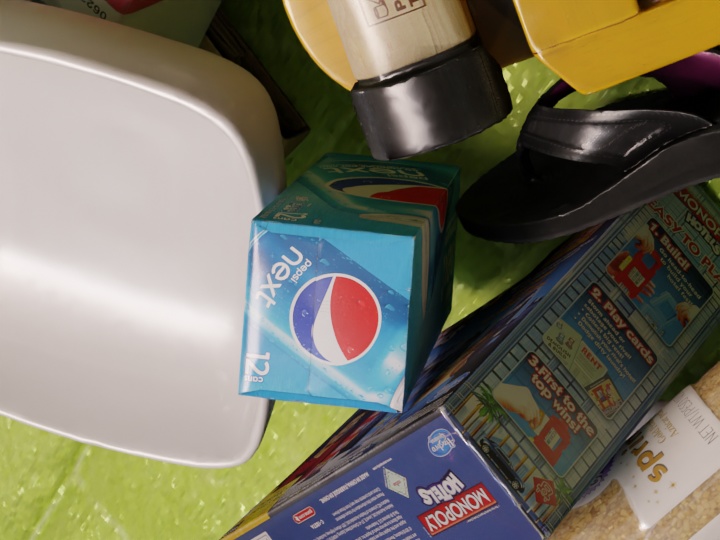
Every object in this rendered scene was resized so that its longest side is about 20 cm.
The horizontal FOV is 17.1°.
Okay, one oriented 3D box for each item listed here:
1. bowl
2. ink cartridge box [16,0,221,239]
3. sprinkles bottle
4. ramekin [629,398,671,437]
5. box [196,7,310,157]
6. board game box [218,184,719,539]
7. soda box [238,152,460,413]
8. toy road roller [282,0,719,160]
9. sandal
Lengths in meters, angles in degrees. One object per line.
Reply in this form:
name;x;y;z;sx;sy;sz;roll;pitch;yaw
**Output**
bowl;-0.115;-0.026;1.012;0.199;0.075;0.201;15;131;17
ink cartridge box;-0.144;-0.135;1.070;0.145;0.083;0.200;44;135;13
sprinkles bottle;0.106;0.099;0.882;0.200;0.068;0.068;-42;82;4
ramekin;0.108;0.161;0.964;0.200;0.201;0.098;-7;140;44
box;-0.125;-0.078;1.163;0.164;0.021;0.200;53;136;5
board game box;0.061;0.048;0.948;0.062;0.200;0.200;50;146;-2
soda box;0.000;0.000;0.958;0.064;0.200;0.068;5;100;6
toy road roller;0.064;-0.135;0.910;0.199;0.146;0.124;-20;102;8
sandal;0.115;-0.063;0.917;0.199;0.075;0.048;-18;116;37
